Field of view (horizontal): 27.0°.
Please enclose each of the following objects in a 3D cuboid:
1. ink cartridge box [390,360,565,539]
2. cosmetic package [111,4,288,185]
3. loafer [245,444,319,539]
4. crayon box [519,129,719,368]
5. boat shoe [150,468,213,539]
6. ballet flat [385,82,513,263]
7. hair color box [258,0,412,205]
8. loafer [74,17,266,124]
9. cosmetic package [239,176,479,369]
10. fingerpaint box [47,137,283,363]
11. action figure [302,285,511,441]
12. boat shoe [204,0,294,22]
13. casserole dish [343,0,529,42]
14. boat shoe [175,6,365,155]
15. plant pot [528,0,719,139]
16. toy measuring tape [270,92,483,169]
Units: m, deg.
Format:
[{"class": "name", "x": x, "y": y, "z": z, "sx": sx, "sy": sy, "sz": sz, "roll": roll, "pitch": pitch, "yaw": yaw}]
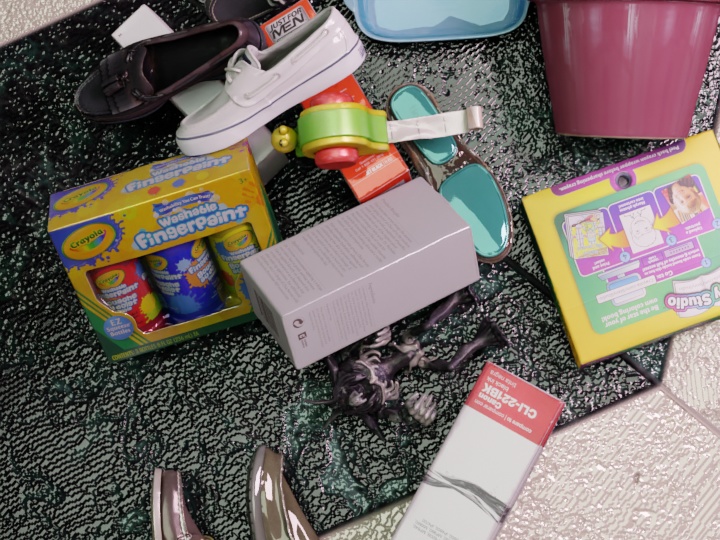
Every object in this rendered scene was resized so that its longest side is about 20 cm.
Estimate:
[{"class": "ink cartridge box", "x": 0.108, "y": 0.196, "z": 1.401, "sx": 0.083, "sy": 0.144, "sz": 0.201, "roll": 27, "pitch": 85, "yaw": 10}, {"class": "cosmetic package", "x": -0.159, "y": -0.173, "z": 1.507, "sx": 0.051, "sy": 0.083, "sz": 0.200, "roll": -44, "pitch": 81, "yaw": -1}, {"class": "loafer", "x": -0.069, "y": 0.267, "z": 1.451, "sx": 0.069, "sy": 0.075, "sz": 0.202, "roll": -8, "pitch": 86, "yaw": -8}, {"class": "crayon box", "x": 0.277, "y": -0.020, "z": 1.460, "sx": 0.199, "sy": 0.058, "sz": 0.174, "roll": -19, "pitch": 82, "yaw": 2}, {"class": "boat shoe", "x": -0.167, "y": 0.289, "z": 1.452, "sx": 0.059, "sy": 0.072, "sz": 0.202, "roll": -7, "pitch": 85, "yaw": -2}, {"class": "ballet flat", "x": 0.090, "y": -0.095, "z": 1.482, "sx": 0.068, "sy": 0.067, "sz": 0.201, "roll": -26, "pitch": 81, "yaw": -4}, {"class": "hair color box", "x": -0.022, "y": -0.159, "z": 1.484, "sx": 0.061, "sy": 0.102, "sz": 0.201, "roll": -31, "pitch": 81, "yaw": 2}, {"class": "loafer", "x": -0.190, "y": -0.198, "z": 1.438, "sx": 0.199, "sy": 0.063, "sz": 0.072, "roll": -19, "pitch": 84, "yaw": 9}, {"class": "cosmetic package", "x": 0.000, "y": 0.000, "z": 1.410, "sx": 0.199, "sy": 0.072, "sz": 0.101, "roll": -26, "pitch": 41, "yaw": -14}, {"class": "fingerpaint box", "x": -0.178, "y": -0.018, "z": 1.446, "sx": 0.199, "sy": 0.074, "sz": 0.168, "roll": -16, "pitch": 125, "yaw": 2}, {"class": "action figure", "x": 0.038, "y": 0.089, "z": 1.446, "sx": 0.199, "sy": 0.102, "sz": 0.119, "roll": -34, "pitch": 92, "yaw": -2}, {"class": "boat shoe", "x": -0.082, "y": -0.299, "z": 1.491, "sx": 0.199, "sy": 0.063, "sz": 0.073, "roll": -31, "pitch": 121, "yaw": 25}, {"class": "casserole dish", "x": 0.081, "y": -0.288, "z": 1.525, "sx": 0.198, "sy": 0.039, "sz": 0.122, "roll": -2, "pitch": 82, "yaw": 4}, {"class": "boat shoe", "x": -0.095, "y": -0.180, "z": 1.405, "sx": 0.199, "sy": 0.074, "sz": 0.066, "roll": -31, "pitch": 120, "yaw": 5}, {"class": "plant pot", "x": 0.253, "y": -0.218, "z": 1.433, "sx": 0.198, "sy": 0.200, "sz": 0.180, "roll": 3, "pitch": 98, "yaw": 5}, {"class": "toy measuring tape", "x": 0.013, "y": -0.134, "z": 1.390, "sx": 0.198, "sy": 0.074, "sz": 0.074, "roll": -7, "pitch": 82, "yaw": 7}]
